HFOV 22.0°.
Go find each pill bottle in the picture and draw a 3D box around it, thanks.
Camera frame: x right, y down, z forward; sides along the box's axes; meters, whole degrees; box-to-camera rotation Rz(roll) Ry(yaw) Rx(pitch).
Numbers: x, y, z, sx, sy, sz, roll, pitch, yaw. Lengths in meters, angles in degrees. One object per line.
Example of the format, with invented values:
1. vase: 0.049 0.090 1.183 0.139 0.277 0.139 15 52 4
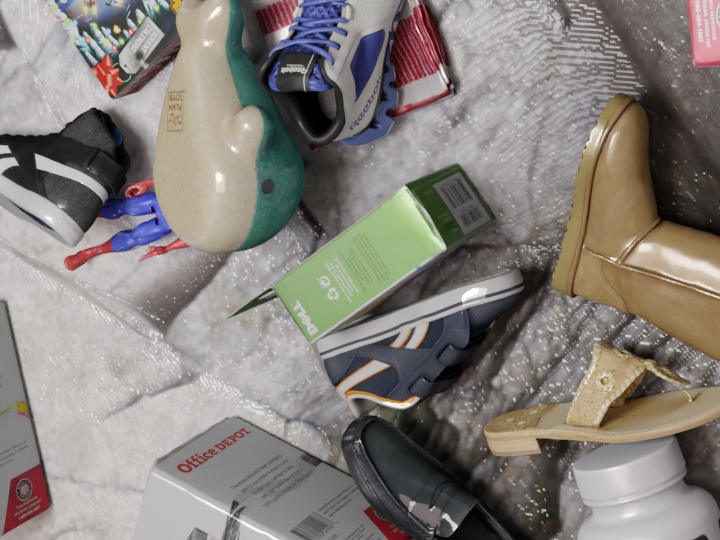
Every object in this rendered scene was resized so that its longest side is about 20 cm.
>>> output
1. pill bottle: 0.229 0.230 1.403 0.111 0.111 0.201 -15 96 28

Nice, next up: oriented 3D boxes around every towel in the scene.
1. towel: -0.019 -0.209 1.460 0.144 0.023 0.201 -19 95 29

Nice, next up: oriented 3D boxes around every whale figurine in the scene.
1. whale figurine: -0.099 -0.115 1.448 0.159 0.103 0.201 3 96 60

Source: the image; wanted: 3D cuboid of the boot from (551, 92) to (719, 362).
1. boot: 0.253 -0.022 1.357 0.199 0.066 0.176 22 124 20

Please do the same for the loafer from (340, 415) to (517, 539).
1. loafer: 0.067 0.190 1.479 0.201 0.068 0.070 48 144 -7

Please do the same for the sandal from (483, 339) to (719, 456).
1. sandal: 0.180 0.089 1.410 0.211 0.078 0.070 -14 103 33

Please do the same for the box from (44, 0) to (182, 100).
1. box: -0.171 -0.250 1.500 0.200 0.040 0.137 -38 86 35

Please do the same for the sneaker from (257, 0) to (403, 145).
1. sneaker: -0.021 -0.181 1.391 0.080 0.115 0.201 7 108 24

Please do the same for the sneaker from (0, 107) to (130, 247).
1. sneaker: -0.263 -0.097 1.586 0.112 0.073 0.200 -49 45 -11

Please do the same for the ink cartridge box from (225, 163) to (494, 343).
1. ink cartridge box: 0.000 0.000 1.457 0.200 0.104 0.059 -36 86 28

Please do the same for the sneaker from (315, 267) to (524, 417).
1. sneaker: 0.057 0.059 1.461 0.200 0.078 0.080 -23 88 40

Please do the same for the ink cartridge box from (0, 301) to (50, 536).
1. ink cartridge box: -0.367 0.141 1.645 0.082 0.146 0.201 -6 100 29

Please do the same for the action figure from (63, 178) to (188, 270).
1. action figure: -0.170 -0.046 1.561 0.199 0.052 0.066 -15 93 25

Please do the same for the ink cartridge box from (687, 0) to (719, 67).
1. ink cartridge box: 0.324 -0.220 1.257 0.199 0.086 0.148 -1 102 24

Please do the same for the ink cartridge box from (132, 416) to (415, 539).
1. ink cartridge box: -0.066 0.214 1.521 0.199 0.144 0.084 26 113 17
